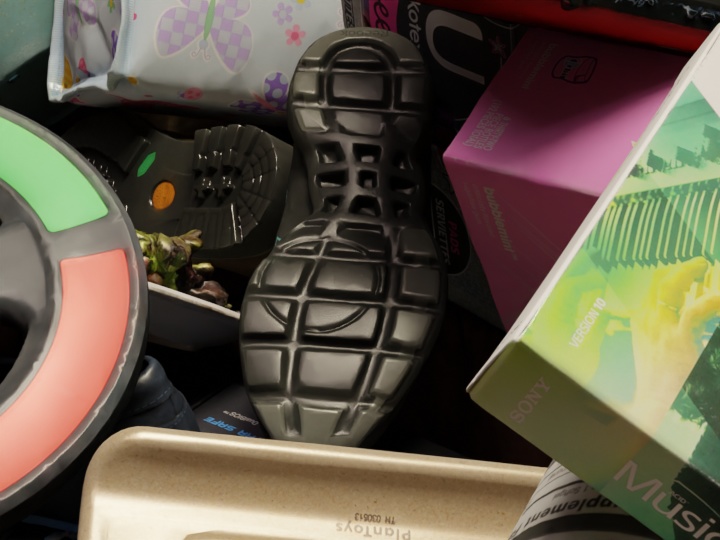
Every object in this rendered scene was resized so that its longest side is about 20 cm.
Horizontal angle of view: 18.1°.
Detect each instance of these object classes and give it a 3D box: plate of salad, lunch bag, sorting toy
[{"bbox_3d":[-0.126,-0.010,0.902,0.199,0.048,0.200,16,-6,2],"label":"plate of salad"},{"bbox_3d":[-0.049,-0.170,1.054,0.169,0.201,0.127,4,-1,-25],"label":"lunch bag"},{"bbox_3d":[0.004,0.145,0.663,0.184,0.037,0.201,6,51,-8],"label":"sorting toy"}]

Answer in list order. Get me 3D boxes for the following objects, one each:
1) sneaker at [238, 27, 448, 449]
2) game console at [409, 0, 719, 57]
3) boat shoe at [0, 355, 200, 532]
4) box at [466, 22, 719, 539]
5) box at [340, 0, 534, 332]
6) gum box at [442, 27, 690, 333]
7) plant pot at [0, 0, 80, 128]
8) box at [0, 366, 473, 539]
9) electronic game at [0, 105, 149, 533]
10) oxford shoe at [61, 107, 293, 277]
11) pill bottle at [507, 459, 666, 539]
[{"bbox_3d":[0.000,0.000,0.872,0.075,0.079,0.201,6,52,6],"label":"sneaker"},{"bbox_3d":[0.103,-0.137,0.794,0.199,0.119,0.172,8,6,-27],"label":"game console"},{"bbox_3d":[-0.145,0.045,0.828,0.199,0.069,0.084,1,30,20],"label":"boat shoe"},{"bbox_3d":[0.143,0.036,0.579,0.200,0.036,0.144,35,51,3],"label":"box"},{"bbox_3d":[0.075,-0.093,0.956,0.132,0.201,0.115,-29,39,-30],"label":"box"},{"bbox_3d":[0.115,0.017,0.786,0.113,0.200,0.066,15,56,32],"label":"gum box"},{"bbox_3d":[-0.191,-0.141,1.128,0.200,0.200,0.135,-28,75,-30],"label":"plant pot"},{"bbox_3d":[-0.035,0.126,0.779,0.200,0.050,0.198,21,41,38],"label":"box"},{"bbox_3d":[-0.170,0.014,0.749,0.199,0.042,0.201,1,51,-1],"label":"electronic game"},{"bbox_3d":[-0.074,-0.027,1.019,0.084,0.073,0.200,19,-4,-41],"label":"oxford shoe"},{"bbox_3d":[0.099,0.088,0.623,0.115,0.116,0.200,11,46,26],"label":"pill bottle"}]
